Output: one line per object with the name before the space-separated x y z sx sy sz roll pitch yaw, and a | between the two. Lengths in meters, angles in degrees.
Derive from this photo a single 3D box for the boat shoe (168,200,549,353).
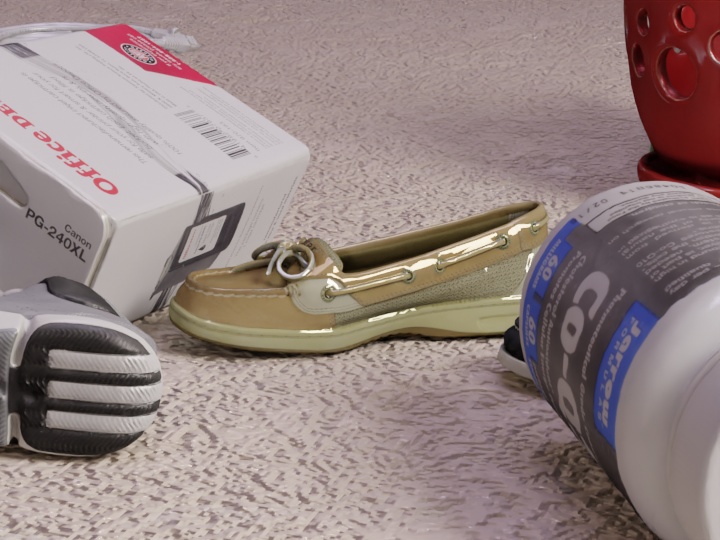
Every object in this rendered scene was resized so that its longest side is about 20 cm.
boat shoe | 0.001 0.001 0.896 0.198 0.064 0.073 -2 15 -14

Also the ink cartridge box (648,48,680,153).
ink cartridge box | 0.264 -0.144 1.369 0.059 0.105 0.200 6 15 14

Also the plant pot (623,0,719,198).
plant pot | 0.267 -0.128 1.159 0.198 0.185 0.201 2 15 -1

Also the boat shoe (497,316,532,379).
boat shoe | 0.163 0.023 0.823 0.197 0.067 0.075 5 16 12

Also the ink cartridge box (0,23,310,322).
ink cartridge box | -0.141 -0.052 0.945 0.145 0.084 0.200 35 26 16

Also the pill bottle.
pill bottle | 0.135 0.042 0.661 0.112 0.115 0.200 -1 15 -10

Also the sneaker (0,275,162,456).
sneaker | -0.181 0.033 0.772 0.198 0.076 0.116 11 10 -3

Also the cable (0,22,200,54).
cable | -0.255 -0.159 1.453 0.198 0.070 0.199 12 19 36
